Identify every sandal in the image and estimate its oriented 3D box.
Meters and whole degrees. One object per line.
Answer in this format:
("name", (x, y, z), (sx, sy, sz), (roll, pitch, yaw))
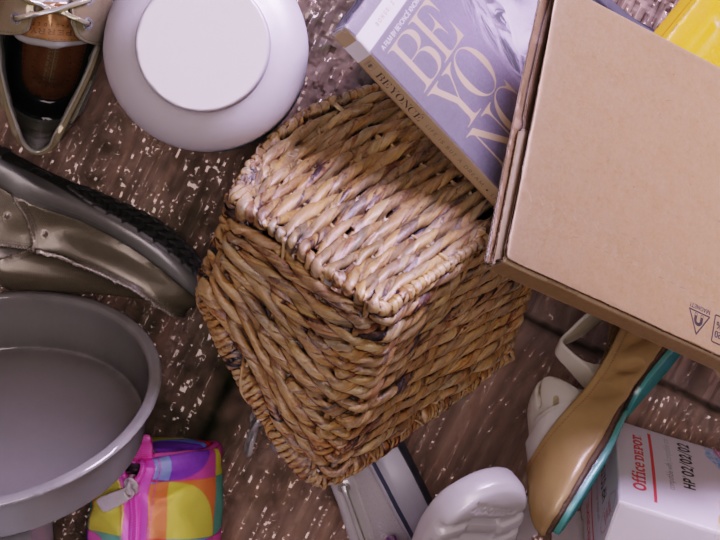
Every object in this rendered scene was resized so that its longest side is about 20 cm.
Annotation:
("sandal", (0.038, 0.168, 1.449), (0.082, 0.203, 0.050), (-4, 52, -34))

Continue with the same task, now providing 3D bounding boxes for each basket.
("basket", (0.000, 0.000, 1.415), (0.143, 0.200, 0.149), (35, 133, 20))

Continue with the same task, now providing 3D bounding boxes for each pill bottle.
("pill bottle", (-0.083, -0.120, 1.395), (0.111, 0.200, 0.111), (0, 92, -2))

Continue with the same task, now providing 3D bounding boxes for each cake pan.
("cake pan", (-0.208, 0.082, 1.416), (0.200, 0.200, 0.037), (-8, 124, -1))

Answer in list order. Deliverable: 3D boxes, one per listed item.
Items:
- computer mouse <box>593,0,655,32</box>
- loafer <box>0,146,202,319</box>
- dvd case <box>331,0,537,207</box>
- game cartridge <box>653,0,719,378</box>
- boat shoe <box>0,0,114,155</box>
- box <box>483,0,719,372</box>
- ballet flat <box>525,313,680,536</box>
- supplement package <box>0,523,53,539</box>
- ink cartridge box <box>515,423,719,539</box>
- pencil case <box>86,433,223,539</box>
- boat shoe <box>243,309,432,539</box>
("computer mouse", (0.136, -0.104, 1.481), (0.200, 0.053, 0.139), (36, 89, -15))
("loafer", (-0.179, -0.018, 1.467), (0.200, 0.075, 0.070), (27, 97, 7))
("dvd case", (0.087, -0.104, 1.390), (0.200, 0.016, 0.149), (45, 49, -14))
("game cartridge", (0.216, -0.044, 1.428), (0.200, 0.032, 0.176), (50, 57, -17))
("boat shoe", (-0.165, -0.150, 1.400), (0.075, 0.068, 0.200), (4, 136, -4))
("box", (0.164, -0.043, 1.362), (0.200, 0.021, 0.164), (23, 66, -28))
("ballet flat", (0.129, 0.072, 1.442), (0.063, 0.069, 0.200), (33, 47, 8))
("supplement package", (-0.275, 0.213, 1.401), (0.200, 0.191, 0.147), (-1, 103, -1))
("ink cartridge box", (0.191, 0.151, 1.451), (0.200, 0.115, 0.068), (16, 110, -3))
("pencil case", (-0.123, 0.189, 1.467), (0.088, 0.088, 0.200), (0, 93, -2))
("boat shoe", (-0.033, 0.083, 1.476), (0.086, 0.075, 0.202), (-27, 103, 3))
